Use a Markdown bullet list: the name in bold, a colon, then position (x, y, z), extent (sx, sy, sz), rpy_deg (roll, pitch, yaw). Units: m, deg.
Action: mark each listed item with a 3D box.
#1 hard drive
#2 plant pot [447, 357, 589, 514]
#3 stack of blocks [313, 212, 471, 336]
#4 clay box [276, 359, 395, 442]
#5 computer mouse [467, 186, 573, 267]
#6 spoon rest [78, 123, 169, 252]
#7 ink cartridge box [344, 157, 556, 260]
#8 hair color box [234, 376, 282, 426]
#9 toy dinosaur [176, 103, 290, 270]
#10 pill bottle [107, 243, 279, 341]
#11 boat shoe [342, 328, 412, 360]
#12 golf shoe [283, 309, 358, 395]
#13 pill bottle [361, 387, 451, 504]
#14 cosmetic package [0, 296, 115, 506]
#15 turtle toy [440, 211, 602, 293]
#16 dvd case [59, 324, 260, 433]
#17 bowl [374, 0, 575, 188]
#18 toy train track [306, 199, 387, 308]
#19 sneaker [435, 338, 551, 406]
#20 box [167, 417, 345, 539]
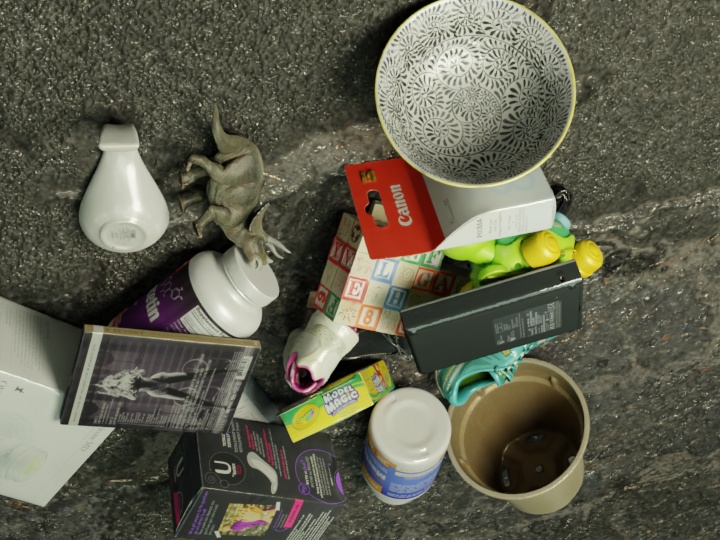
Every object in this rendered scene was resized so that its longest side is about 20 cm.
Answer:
- **hard drive**: position (0.149, 0.056, 1.173), extent (0.198, 0.033, 0.140), rpy_deg (-17, 153, 3)
- **plant pot**: position (0.238, 0.254, 1.479), extent (0.199, 0.202, 0.184), rpy_deg (-24, 144, 8)
- **stack of blocks**: position (0.057, 0.015, 1.228), extent (0.198, 0.058, 0.116), rpy_deg (14, 101, -32)
- **clay box**: position (-0.028, 0.165, 1.327), extent (0.114, 0.048, 0.200), rpy_deg (-27, 176, 10)
- **computer mouse**: position (0.147, -0.062, 1.252), extent (0.198, 0.046, 0.141), rpy_deg (5, 130, -30)
- **spoon rest**: position (-0.254, -0.088, 1.121), extent (0.098, 0.061, 0.201), rpy_deg (-1, 145, -12)
- **ink cartridge box**: position (0.091, -0.095, 1.122), extent (0.198, 0.161, 0.048), rpy_deg (-10, 135, -5)
- **hair color box**: position (-0.186, 0.172, 1.365), extent (0.098, 0.061, 0.201), rpy_deg (-24, 134, 8)
- **toy dinosaur**: position (-0.143, -0.097, 1.134), extent (0.101, 0.077, 0.202), rpy_deg (-17, 122, -24)
- **pill bottle**: position (-0.194, 0.054, 1.218), extent (0.199, 0.113, 0.112), rpy_deg (-36, 131, 17)
- **boat shoe**: position (0.052, 0.078, 1.341), extent (0.198, 0.063, 0.075), rpy_deg (-16, 136, 2)
- **golf shoe**: position (-0.069, 0.116, 1.288), extent (0.075, 0.092, 0.200), rpy_deg (35, 152, 1)
- **pill bottle**: position (0.058, 0.253, 1.453), extent (0.111, 0.113, 0.201), rpy_deg (-5, 149, -10)
- **cosmetic package**: position (-0.416, 0.158, 1.250), extent (0.199, 0.124, 0.199), rpy_deg (25, 122, -34)
- **turtle toy**: position (0.168, -0.022, 1.185), extent (0.199, 0.102, 0.146), rpy_deg (10, 144, -39)
- **dvd case**: position (-0.227, 0.127, 1.184), extent (0.198, 0.016, 0.150), rpy_deg (7, 129, -24)
- **bowl**: position (0.114, -0.170, 1.076), extent (0.198, 0.203, 0.094), rpy_deg (-14, 169, -1)
- **toy train track**: position (0.000, 0.000, 1.275), extent (0.113, 0.033, 0.202), rpy_deg (9, 121, -14)
- **sneaker**: position (0.192, 0.116, 1.399), extent (0.199, 0.080, 0.077), rpy_deg (-33, 131, 15)
- **box**: position (-0.136, 0.273, 1.344), extent (0.198, 0.123, 0.106), rpy_deg (14, 127, -27)
